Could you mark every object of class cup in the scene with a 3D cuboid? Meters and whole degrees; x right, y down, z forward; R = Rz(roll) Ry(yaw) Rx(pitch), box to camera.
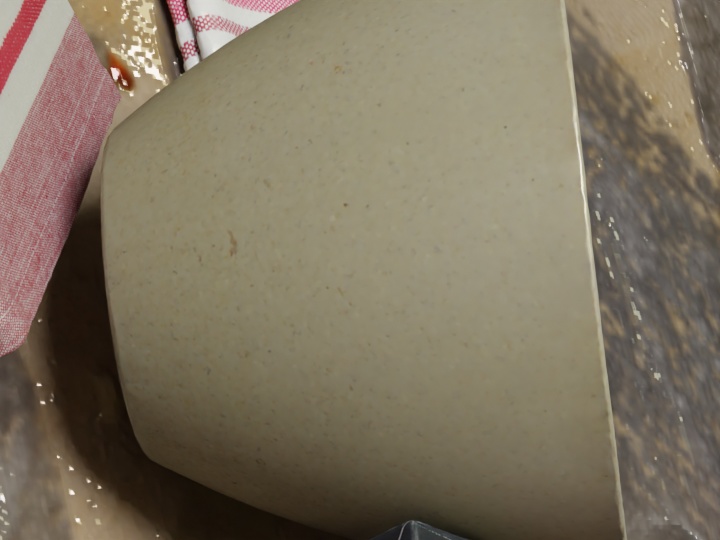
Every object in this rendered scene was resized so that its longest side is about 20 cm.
[{"bbox_3d":[0.000,0.000,0.899,0.200,0.142,0.201,-7,90,-87],"label":"cup"}]

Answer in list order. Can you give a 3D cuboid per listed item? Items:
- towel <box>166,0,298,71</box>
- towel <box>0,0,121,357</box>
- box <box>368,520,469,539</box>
[{"bbox_3d":[-0.001,-0.068,1.050,0.146,0.030,0.201,-2,69,-46],"label":"towel"},{"bbox_3d":[-0.135,-0.091,0.861,0.144,0.023,0.200,-76,144,-56],"label":"towel"},{"bbox_3d":[0.025,0.196,0.854,0.132,0.115,0.201,24,53,-37],"label":"box"}]
